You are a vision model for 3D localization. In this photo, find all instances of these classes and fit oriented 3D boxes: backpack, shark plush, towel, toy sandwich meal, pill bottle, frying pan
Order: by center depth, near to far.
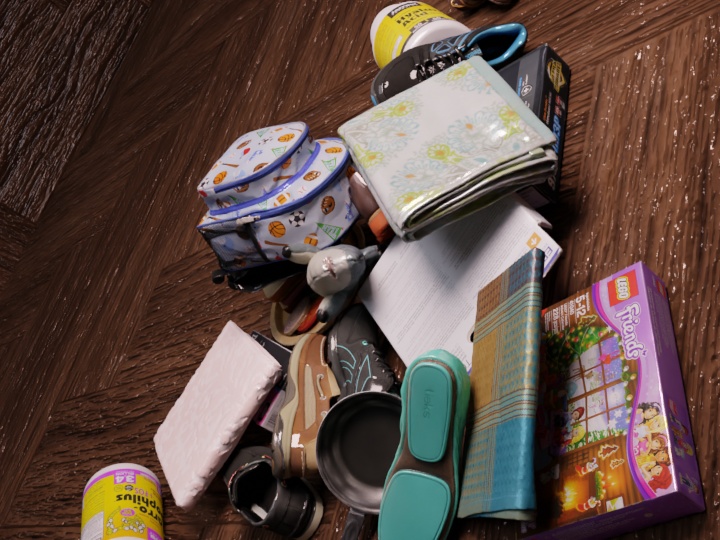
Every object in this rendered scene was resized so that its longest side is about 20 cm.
[{"bbox_3d":[0.114,0.097,0.695,0.147,0.021,0.202,126,153,-72],"label":"towel"},{"bbox_3d":[0.018,0.206,0.811,0.114,0.192,0.031,-5,3,13],"label":"frying pan"},{"bbox_3d":[0.081,-0.125,0.853,0.170,0.048,0.201,-25,42,-2],"label":"towel"},{"bbox_3d":[0.000,0.000,0.965,0.083,0.200,0.091,-31,74,22],"label":"shark plush"},{"bbox_3d":[-0.088,-0.092,1.054,0.189,0.155,0.201,-3,42,27],"label":"backpack"},{"bbox_3d":[-0.297,0.344,1.084,0.104,0.104,0.200,-48,31,14],"label":"pill bottle"},{"bbox_3d":[-0.184,0.175,1.091,0.201,0.032,0.191,-57,26,-1],"label":"towel"},{"bbox_3d":[-0.073,0.001,1.129,0.205,0.070,0.206,-37,34,30],"label":"toy sandwich meal"},{"bbox_3d":[0.079,-0.296,1.161,0.112,0.111,0.200,-50,30,10],"label":"pill bottle"}]

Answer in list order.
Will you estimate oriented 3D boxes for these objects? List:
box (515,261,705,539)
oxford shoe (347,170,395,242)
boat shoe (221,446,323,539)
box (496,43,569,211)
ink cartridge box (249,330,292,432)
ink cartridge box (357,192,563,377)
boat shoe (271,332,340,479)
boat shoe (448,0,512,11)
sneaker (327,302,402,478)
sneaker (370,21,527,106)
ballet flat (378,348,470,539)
[{"bbox_3d":[0.181,0.105,0.675,0.136,0.039,0.201,-32,37,36],"label":"box"},{"bbox_3d":[0.027,-0.081,0.987,0.071,0.073,0.200,-40,-4,2],"label":"oxford shoe"},{"bbox_3d":[-0.112,0.236,0.963,0.201,0.063,0.074,14,77,61],"label":"boat shoe"},{"bbox_3d":[0.149,-0.135,0.959,0.158,0.046,0.202,-23,43,44],"label":"box"},{"bbox_3d":[-0.130,0.136,1.118,0.095,0.037,0.200,-61,27,-7],"label":"ink cartridge box"},{"bbox_3d":[0.098,0.008,0.854,0.200,0.040,0.200,-56,40,19],"label":"ink cartridge box"},{"bbox_3d":[-0.047,0.149,0.948,0.201,0.073,0.076,-81,-7,-53],"label":"boat shoe"},{"bbox_3d":[0.155,-0.396,1.210,0.200,0.071,0.073,54,137,49],"label":"boat shoe"},{"bbox_3d":[0.013,0.120,0.897,0.079,0.075,0.202,-22,51,29],"label":"sneaker"},{"bbox_3d":[0.104,-0.246,1.021,0.199,0.074,0.082,-27,4,-6],"label":"sneaker"},{"bbox_3d":[0.062,0.164,0.753,0.067,0.070,0.202,13,102,23],"label":"ballet flat"}]
